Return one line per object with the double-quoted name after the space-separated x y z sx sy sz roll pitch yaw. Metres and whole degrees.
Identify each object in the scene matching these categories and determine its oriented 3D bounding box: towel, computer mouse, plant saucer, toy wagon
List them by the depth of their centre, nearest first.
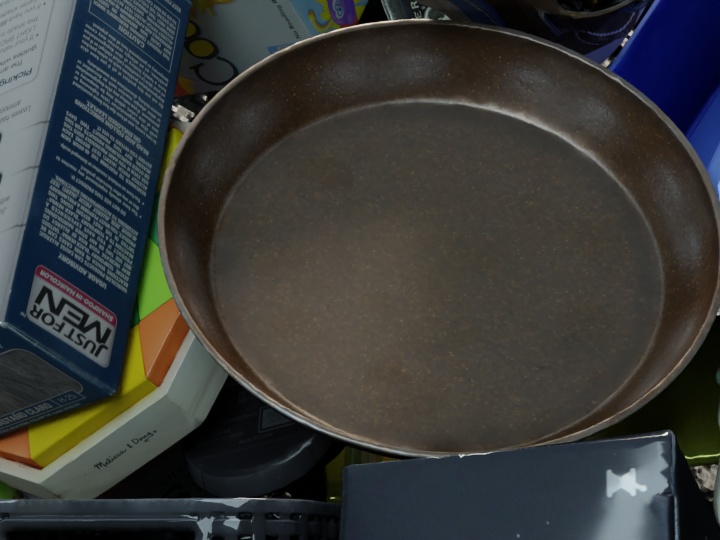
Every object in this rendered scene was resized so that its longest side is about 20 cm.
0.028 -0.006 0.948 0.200 0.035 0.201 2 50 -3 "plant saucer"
0.000 0.000 1.024 0.140 0.046 0.200 -20 48 19 "computer mouse"
0.084 0.055 1.036 0.199 0.018 0.086 -7 36 7 "towel"
-0.103 -0.001 1.040 0.155 0.040 0.200 -34 42 20 "toy wagon"

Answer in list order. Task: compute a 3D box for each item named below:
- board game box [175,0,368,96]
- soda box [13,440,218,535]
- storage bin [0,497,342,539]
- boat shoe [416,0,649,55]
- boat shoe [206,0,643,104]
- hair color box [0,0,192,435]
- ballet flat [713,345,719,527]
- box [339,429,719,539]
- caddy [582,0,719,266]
-0.041 -0.182 1.138 0.103 0.105 0.200 -5 46 34 "board game box"
-0.087 0.063 1.086 0.200 0.068 0.064 -39 58 -5 "soda box"
-0.057 0.131 0.954 0.135 0.200 0.094 -2 81 17 "storage bin"
0.075 -0.117 1.024 0.072 0.200 0.072 1 88 27 "boat shoe"
0.030 -0.097 1.135 0.200 0.064 0.071 -28 59 2 "boat shoe"
-0.129 -0.038 1.014 0.100 0.060 0.200 -20 47 37 "hair color box"
0.164 0.094 0.947 0.074 0.074 0.200 -31 92 0 "ballet flat"
0.070 0.185 0.897 0.117 0.200 0.197 -6 61 15 "box"
0.172 -0.062 1.031 0.141 0.105 0.200 19 59 28 "caddy"
